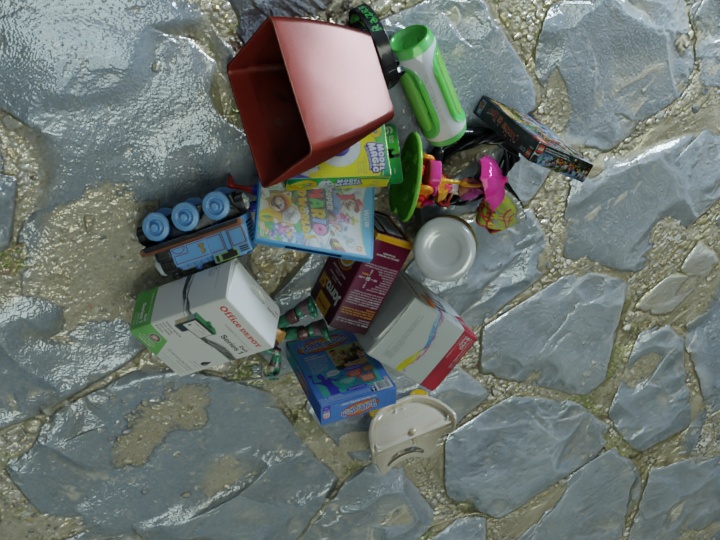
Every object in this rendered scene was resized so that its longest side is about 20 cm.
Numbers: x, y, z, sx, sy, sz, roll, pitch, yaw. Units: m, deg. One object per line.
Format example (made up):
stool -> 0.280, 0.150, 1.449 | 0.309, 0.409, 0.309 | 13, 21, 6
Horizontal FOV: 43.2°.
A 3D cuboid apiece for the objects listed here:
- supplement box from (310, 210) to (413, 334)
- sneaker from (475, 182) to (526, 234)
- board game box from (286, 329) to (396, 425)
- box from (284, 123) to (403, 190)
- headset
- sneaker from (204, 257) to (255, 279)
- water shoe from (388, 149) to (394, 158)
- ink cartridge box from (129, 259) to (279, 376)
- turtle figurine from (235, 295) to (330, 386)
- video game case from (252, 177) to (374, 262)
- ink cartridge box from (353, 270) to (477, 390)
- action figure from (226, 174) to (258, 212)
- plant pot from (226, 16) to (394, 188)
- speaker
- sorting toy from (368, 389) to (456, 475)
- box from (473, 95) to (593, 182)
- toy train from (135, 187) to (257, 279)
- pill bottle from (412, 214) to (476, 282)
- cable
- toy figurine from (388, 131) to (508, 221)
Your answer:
supplement box -> 0.000, 0.000, 1.663 | 0.085, 0.111, 0.202 | 15, 113, -32
sneaker -> 0.254, -0.117, 1.707 | 0.090, 0.079, 0.200 | -32, 154, 6
board game box -> -0.039, 0.192, 1.712 | 0.150, 0.201, 0.046 | -13, 127, -17
box -> -0.029, -0.195, 1.489 | 0.197, 0.119, 0.048 | -3, 161, -12
headset -> 0.011, -0.327, 1.453 | 0.093, 0.124, 0.201 | -27, 149, -7
sneaker -> -0.258, 0.035, 1.575 | 0.145, 0.081, 0.201 | -32, 129, -3
water shoe -> -0.031, -0.194, 1.540 | 0.197, 0.079, 0.072 | -6, 123, -23
ink cartridge box -> -0.253, 0.082, 1.497 | 0.198, 0.085, 0.146 | -18, 134, 24
turtle figurine -> -0.162, 0.123, 1.649 | 0.198, 0.102, 0.150 | -25, 148, 4
video game case -> -0.073, -0.096, 1.485 | 0.197, 0.145, 0.018 | 10, 154, -16
ink cartridge box -> 0.092, 0.106, 1.755 | 0.199, 0.146, 0.145 | 32, 103, -38
action figure -> -0.126, -0.133, 1.551 | 0.197, 0.099, 0.066 | 10, 122, -6
plant pot -> -0.067, -0.260, 1.374 | 0.174, 0.199, 0.203 | -16, 88, -29
speaker -> 0.115, -0.309, 1.533 | 0.088, 0.089, 0.201 | -32, 130, -3
sorting toy -> 0.097, 0.369, 1.969 | 0.197, 0.107, 0.182 | -18, 135, -15
box -> 0.302, -0.233, 1.603 | 0.135, 0.200, 0.038 | 15, 115, -34
toy train -> -0.263, -0.059, 1.468 | 0.197, 0.087, 0.116 | -18, 99, 8
pill bottle -> 0.157, -0.044, 1.653 | 0.110, 0.200, 0.114 | 1, 95, 8
cable -> 0.208, -0.189, 1.679 | 0.197, 0.051, 0.165 | -4, 127, -26
toy figurine -> 0.159, -0.145, 1.582 | 0.181, 0.200, 0.153 | 6, 77, -12
